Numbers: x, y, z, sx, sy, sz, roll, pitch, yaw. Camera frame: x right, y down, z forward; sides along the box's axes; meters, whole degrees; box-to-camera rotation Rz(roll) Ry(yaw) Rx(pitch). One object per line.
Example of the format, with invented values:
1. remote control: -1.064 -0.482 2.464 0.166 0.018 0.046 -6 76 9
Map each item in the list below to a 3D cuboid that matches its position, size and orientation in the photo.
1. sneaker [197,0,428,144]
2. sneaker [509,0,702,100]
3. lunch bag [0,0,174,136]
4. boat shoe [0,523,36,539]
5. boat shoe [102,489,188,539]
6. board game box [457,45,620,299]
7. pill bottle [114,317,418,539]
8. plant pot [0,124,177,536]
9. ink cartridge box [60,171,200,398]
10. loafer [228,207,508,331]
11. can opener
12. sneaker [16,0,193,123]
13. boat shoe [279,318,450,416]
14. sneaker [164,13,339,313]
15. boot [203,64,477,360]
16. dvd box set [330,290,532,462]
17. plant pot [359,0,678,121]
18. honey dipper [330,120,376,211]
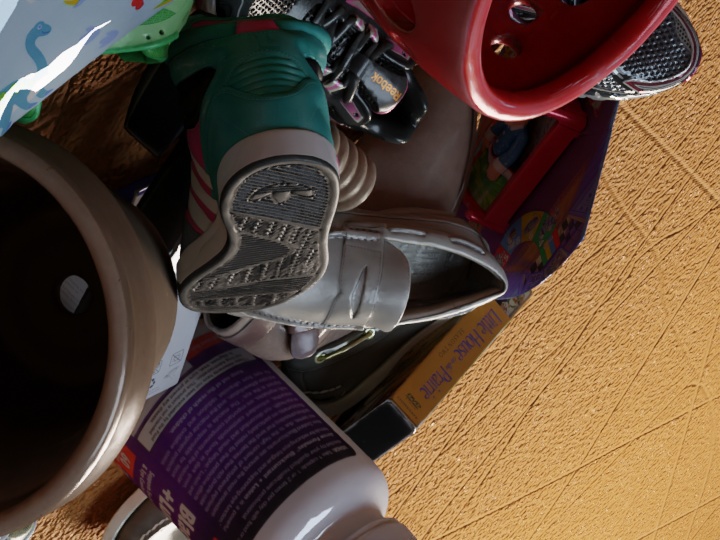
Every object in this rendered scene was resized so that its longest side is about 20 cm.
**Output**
1. sneaker: -0.011 -0.125 1.573 0.080 0.086 0.200 -51 155 5
2. sneaker: 0.107 -0.147 1.625 0.199 0.075 0.081 22 92 -27
3. lunch bag: -0.178 -0.153 1.219 0.170 0.127 0.200 -40 144 -14
4. boat shoe: -0.190 0.119 1.634 0.202 0.064 0.075 -56 -170 27
5. boat shoe: -0.085 0.160 1.898 0.201 0.060 0.072 -13 139 -53
6. board game box: 0.092 -0.084 1.741 0.039 0.158 0.201 21 79 -26
7. pill bottle: -0.054 0.131 1.751 0.111 0.200 0.112 -37 154 -22
8. plant pot: -0.172 0.021 1.422 0.201 0.200 0.174 -54 169 15
9. ink cartridge box: -0.124 0.002 1.638 0.099 0.039 0.201 -25 149 -42
10. loafer: 0.000 0.000 1.654 0.199 0.070 0.070 -8 120 -41
11. can opener: -0.099 -0.039 1.520 0.201 0.078 0.063 -61 177 19
12. sneaker: -0.105 -0.142 1.377 0.200 0.084 0.074 -36 -165 -9
13. boat shoe: 0.024 0.004 1.846 0.202 0.072 0.060 -46 146 -20
14. sneaker: -0.058 -0.064 1.431 0.083 0.122 0.200 -2 157 -14
15. boot: -0.014 -0.039 1.713 0.146 0.070 0.201 2 110 -51
16. dvd box set: 0.020 0.081 1.881 0.146 0.029 0.200 -37 -176 36
17. plant pot: 0.063 -0.206 1.454 0.200 0.182 0.201 -37 154 -21
18. honey dipper: -0.054 -0.092 1.562 0.038 0.038 0.200 -47 139 0
